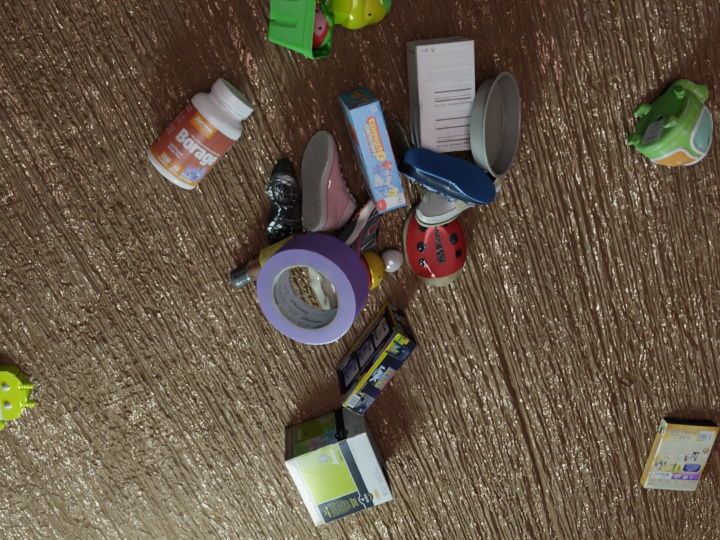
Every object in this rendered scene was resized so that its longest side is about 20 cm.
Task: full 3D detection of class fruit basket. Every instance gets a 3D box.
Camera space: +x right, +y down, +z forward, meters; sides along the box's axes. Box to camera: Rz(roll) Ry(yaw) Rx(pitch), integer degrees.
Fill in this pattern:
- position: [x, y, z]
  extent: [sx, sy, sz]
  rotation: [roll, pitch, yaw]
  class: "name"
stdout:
- position: [-0.050, -0.483, 1.224]
  extent: [0.215, 0.156, 0.216]
  rotation: [4, 110, 11]
  class: "fruit basket"

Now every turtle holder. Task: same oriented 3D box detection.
- position: [0.637, -0.294, 1.385]
  extent: [0.132, 0.186, 0.141]
  rotation: [31, 137, -16]
  class: "turtle holder"

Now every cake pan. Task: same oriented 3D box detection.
- position: [0.261, -0.280, 1.321]
  extent: [0.037, 0.200, 0.201]
  rotation: [8, 116, 30]
  class: "cake pan"

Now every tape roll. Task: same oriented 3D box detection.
- position: [-0.091, 0.035, 1.306]
  extent: [0.200, 0.085, 0.200]
  rotation: [8, 116, 17]
  class: "tape roll"

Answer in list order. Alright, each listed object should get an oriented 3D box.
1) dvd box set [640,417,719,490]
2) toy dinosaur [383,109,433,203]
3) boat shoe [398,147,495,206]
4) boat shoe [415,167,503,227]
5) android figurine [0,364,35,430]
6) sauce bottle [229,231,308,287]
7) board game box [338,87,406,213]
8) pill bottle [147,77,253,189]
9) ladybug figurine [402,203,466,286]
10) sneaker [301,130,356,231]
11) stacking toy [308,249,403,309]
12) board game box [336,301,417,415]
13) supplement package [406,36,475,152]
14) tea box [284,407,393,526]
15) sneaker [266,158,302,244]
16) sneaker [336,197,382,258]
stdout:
- position: [0.813, 0.471, 1.747]
  extent: [0.146, 0.029, 0.200]
  rotation: [5, 111, -8]
  class: "dvd box set"
- position: [0.090, -0.230, 1.359]
  extent: [0.047, 0.088, 0.200]
  rotation: [-34, 105, -10]
  class: "toy dinosaur"
- position: [0.166, -0.182, 1.313]
  extent: [0.200, 0.069, 0.084]
  rotation: [27, 68, -16]
  class: "boat shoe"
- position: [0.200, -0.156, 1.384]
  extent: [0.200, 0.068, 0.075]
  rotation: [-28, 72, -15]
  class: "boat shoe"
- position: [-0.806, 0.264, 1.476]
  extent: [0.200, 0.041, 0.182]
  rotation: [4, 110, -6]
  class: "android figurine"
- position: [-0.182, -0.018, 1.398]
  extent: [0.200, 0.066, 0.066]
  rotation: [-22, 114, 26]
  class: "sauce bottle"
- position: [0.020, -0.231, 1.291]
  extent: [0.056, 0.200, 0.196]
  rotation: [-17, 113, -1]
  class: "board game box"
- position: [-0.298, -0.260, 1.290]
  extent: [0.112, 0.112, 0.200]
  rotation: [41, 102, -19]
  class: "pill bottle"
- position: [0.160, -0.052, 1.446]
  extent: [0.136, 0.072, 0.200]
  rotation: [-17, 112, 0]
  class: "ladybug figurine"
- position: [-0.060, -0.175, 1.380]
  extent: [0.105, 0.075, 0.201]
  rotation: [4, 89, -48]
  class: "sneaker"
- position: [0.000, 0.000, 1.434]
  extent: [0.200, 0.146, 0.146]
  rotation: [-21, 113, -15]
  class: "stacking toy"
- position: [0.030, 0.186, 1.473]
  extent: [0.057, 0.165, 0.200]
  rotation: [33, 104, -16]
  class: "board game box"
- position: [0.154, -0.337, 1.312]
  extent: [0.109, 0.114, 0.200]
  rotation: [-7, 114, -4]
  class: "supplement package"
- position: [-0.053, 0.447, 1.583]
  extent: [0.197, 0.134, 0.200]
  rotation: [-20, 112, 0]
  class: "tea box"
- position: [-0.149, -0.134, 1.378]
  extent: [0.076, 0.091, 0.200]
  rotation: [5, 133, -5]
  class: "sneaker"
- position: [0.013, -0.084, 1.382]
  extent: [0.075, 0.081, 0.200]
  rotation: [39, 73, -5]
  class: "sneaker"
